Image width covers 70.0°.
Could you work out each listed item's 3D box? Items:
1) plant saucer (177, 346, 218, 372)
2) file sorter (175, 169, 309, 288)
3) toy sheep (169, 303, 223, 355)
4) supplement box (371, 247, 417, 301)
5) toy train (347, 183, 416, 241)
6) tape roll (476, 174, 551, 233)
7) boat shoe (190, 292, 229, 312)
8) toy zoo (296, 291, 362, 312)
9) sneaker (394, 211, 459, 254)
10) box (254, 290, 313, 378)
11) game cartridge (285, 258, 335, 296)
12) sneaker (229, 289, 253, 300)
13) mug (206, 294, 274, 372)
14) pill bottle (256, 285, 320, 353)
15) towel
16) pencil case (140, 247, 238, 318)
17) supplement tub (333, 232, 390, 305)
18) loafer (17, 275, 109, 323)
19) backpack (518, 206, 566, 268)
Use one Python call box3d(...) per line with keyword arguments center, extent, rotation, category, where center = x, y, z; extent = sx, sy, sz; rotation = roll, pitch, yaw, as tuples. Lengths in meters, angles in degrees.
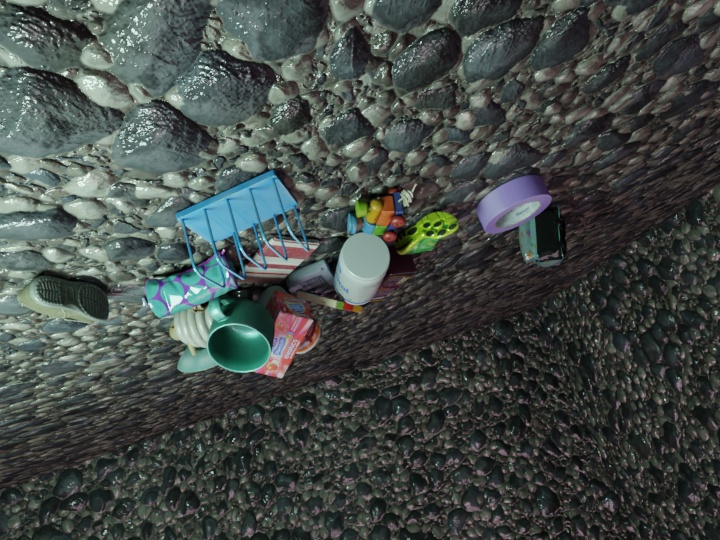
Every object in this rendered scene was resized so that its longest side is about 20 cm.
box3d(center=(-0.401, 0.204, 1.382), extent=(0.196, 0.040, 0.202), rotation=(-15, -162, 5), category="plant saucer")
box3d(center=(-0.211, -0.068, 0.957), extent=(0.196, 0.125, 0.139), rotation=(-22, 161, 5), category="file sorter")
box3d(center=(-0.391, 0.132, 1.296), extent=(0.196, 0.141, 0.138), rotation=(-17, 162, 6), category="toy sheep")
box3d(center=(0.061, 0.015, 1.539), extent=(0.109, 0.087, 0.200), rotation=(-5, 156, -38), category="supplement box")
box3d(center=(0.040, -0.139, 1.118), extent=(0.113, 0.087, 0.201), rotation=(-2, 157, -13), category="toy train")
box3d(center=(0.424, -0.181, 1.427), extent=(0.196, 0.067, 0.201), rotation=(-18, 162, -6), category="tape roll")
box3d(center=(-0.387, 0.061, 1.198), extent=(0.197, 0.073, 0.075), rotation=(-28, 160, 18), category="boat shoe")
box3d(center=(-0.079, 0.093, 1.480), extent=(0.129, 0.021, 0.199), rotation=(13, 177, 27), category="toy zoo")
box3d(center=(0.182, -0.100, 1.384), extent=(0.198, 0.076, 0.083), rotation=(-24, 161, 38), category="sneaker")
box3d(center=(-0.213, 0.167, 1.334), extent=(0.098, 0.096, 0.202), rotation=(18, 114, -29), category="box")
box3d(center=(-0.137, 0.031, 1.448), extent=(0.131, 0.042, 0.200), rotation=(-25, 161, 1), category="game cartridge")
box3d(center=(-0.358, 0.127, 1.386), extent=(0.198, 0.092, 0.075), rotation=(-32, 161, 32), category="sneaker")
box3d(center=(-0.274, 0.131, 1.200), extent=(0.148, 0.116, 0.188), rotation=(8, 126, -7), category="mug")
box3d(center=(-0.204, 0.139, 1.456), extent=(0.112, 0.116, 0.201), rotation=(-24, 136, 11), category="pill bottle")
box3d(center=(-0.206, -0.024, 1.244), extent=(0.142, 0.023, 0.199), rotation=(2, 149, -46), category="towel")
box3d(center=(-0.366, 0.029, 1.114), extent=(0.196, 0.094, 0.085), rotation=(-21, -166, -3), category="pencil case")
box3d(center=(0.000, 0.000, 1.360), extent=(0.129, 0.134, 0.201), rotation=(-16, 160, -14), category="supplement tub")
box3d(center=(-0.577, 0.058, 1.008), extent=(0.068, 0.077, 0.200), rotation=(-12, 159, 12), category="loafer")
box3d(center=(0.595, -0.099, 1.677), extent=(0.150, 0.180, 0.199), rotation=(-10, 168, 25), category="backpack")
